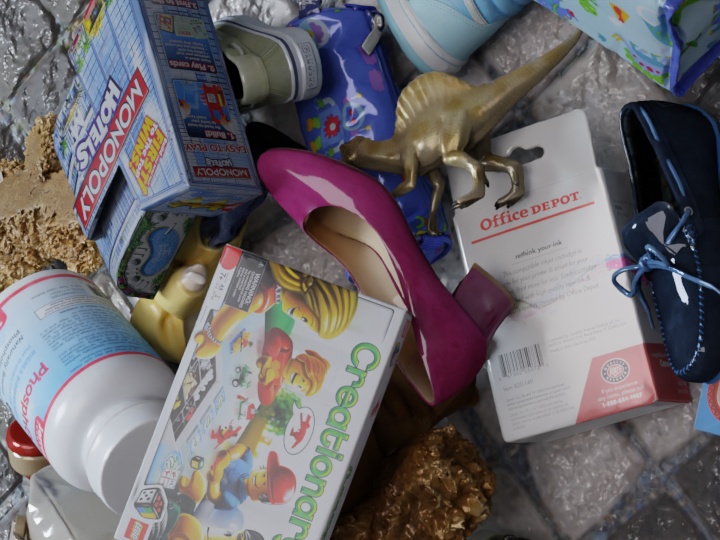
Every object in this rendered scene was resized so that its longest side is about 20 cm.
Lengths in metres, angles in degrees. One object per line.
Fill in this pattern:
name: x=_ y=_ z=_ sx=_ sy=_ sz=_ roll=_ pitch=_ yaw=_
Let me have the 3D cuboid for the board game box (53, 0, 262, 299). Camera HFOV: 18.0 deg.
board game box: x=-0.146 y=-0.086 z=1.564 sx=0.200 sy=0.061 sz=0.200 roll=-60 pitch=42 yaw=34

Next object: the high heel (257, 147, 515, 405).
high heel: x=0.000 y=0.000 z=1.472 sx=0.199 sy=0.096 sz=0.068 roll=32 pitch=146 yaw=9

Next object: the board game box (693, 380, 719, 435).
board game box: x=0.325 y=0.026 z=1.412 sx=0.195 sy=0.056 sz=0.201 roll=13 pitch=93 yaw=30

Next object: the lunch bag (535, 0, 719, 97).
lunch bag: x=0.201 y=-0.240 z=1.466 sx=0.170 sy=0.128 sz=0.200 roll=36 pitch=74 yaw=24

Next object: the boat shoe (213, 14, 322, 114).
boat shoe: x=-0.093 y=-0.145 z=1.614 sx=0.200 sy=0.062 sz=0.072 roll=4 pitch=103 yaw=66

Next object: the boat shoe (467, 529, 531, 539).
boat shoe: x=0.090 y=0.278 z=1.522 sx=0.060 sy=0.072 sz=0.203 roll=6 pitch=86 yaw=35

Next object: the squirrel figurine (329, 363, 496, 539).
squirrel figurine: x=0.014 y=0.119 z=1.520 sx=0.186 sy=0.142 sz=0.200 roll=-30 pitch=59 yaw=-17

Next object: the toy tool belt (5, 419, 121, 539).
toy tool belt: x=-0.201 y=0.204 z=1.668 sx=0.200 sy=0.124 sz=0.123 roll=41 pitch=144 yaw=46

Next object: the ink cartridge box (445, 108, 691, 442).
ink cartridge box: x=0.136 y=0.005 z=1.518 sx=0.116 sy=0.067 sz=0.201 roll=-17 pitch=79 yaw=27

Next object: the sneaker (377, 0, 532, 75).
sneaker: x=0.056 y=-0.248 z=1.580 sx=0.130 sy=0.079 sz=0.201 roll=-33 pitch=80 yaw=26

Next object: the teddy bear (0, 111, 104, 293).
teddy bear: x=-0.258 y=-0.046 z=1.760 sx=0.199 sy=0.067 sz=0.146 roll=-16 pitch=61 yaw=29

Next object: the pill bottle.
pill bottle: x=-0.192 y=0.090 z=1.629 sx=0.200 sy=0.108 sz=0.109 roll=43 pitch=108 yaw=47

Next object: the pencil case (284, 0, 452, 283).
pencil case: x=0.004 y=-0.093 z=1.595 sx=0.087 sy=0.078 sz=0.201 roll=-28 pitch=73 yaw=43

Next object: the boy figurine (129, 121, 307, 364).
boy figurine: x=-0.109 y=-0.008 z=1.640 sx=0.064 sy=0.124 sz=0.200 roll=30 pitch=116 yaw=-2

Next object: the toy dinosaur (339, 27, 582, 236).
toy dinosaur: x=0.067 y=-0.089 z=1.492 sx=0.199 sy=0.058 sz=0.102 roll=-26 pitch=73 yaw=20

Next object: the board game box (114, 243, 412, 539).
board game box: x=-0.060 y=0.098 z=1.433 sx=0.126 sy=0.035 sz=0.201 roll=19 pitch=85 yaw=12

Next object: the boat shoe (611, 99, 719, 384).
boat shoe: x=0.192 y=-0.018 z=1.446 sx=0.084 sy=0.068 sz=0.201 roll=-52 pitch=34 yaw=44
